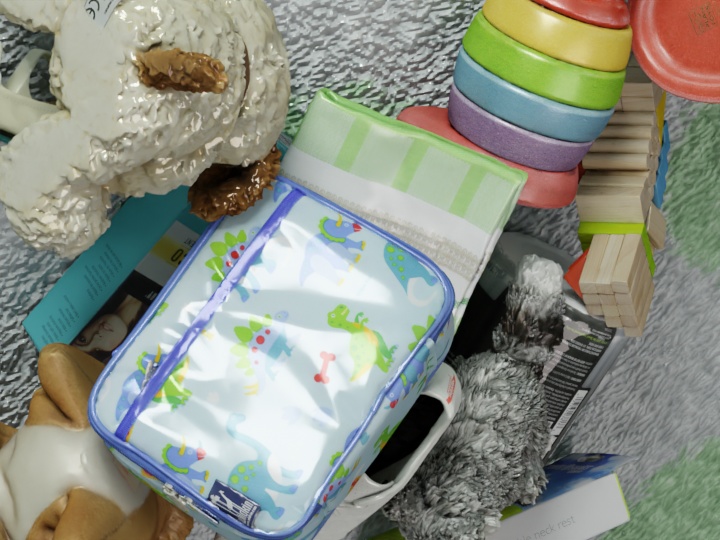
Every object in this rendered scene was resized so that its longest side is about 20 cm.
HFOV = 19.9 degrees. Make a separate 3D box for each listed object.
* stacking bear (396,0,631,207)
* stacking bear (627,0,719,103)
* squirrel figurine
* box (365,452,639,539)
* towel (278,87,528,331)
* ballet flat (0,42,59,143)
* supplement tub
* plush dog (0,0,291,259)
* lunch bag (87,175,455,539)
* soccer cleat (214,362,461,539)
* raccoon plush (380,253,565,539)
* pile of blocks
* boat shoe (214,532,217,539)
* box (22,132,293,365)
[{"bbox_3d":[0.121,-0.152,1.306,0.121,0.114,0.200,4,117,-36],"label":"stacking bear"},{"bbox_3d":[0.274,-0.177,1.379,0.114,0.122,0.200,-23,176,38],"label":"stacking bear"},{"bbox_3d":[-0.215,0.149,1.287,0.187,0.142,0.200,-20,160,20],"label":"squirrel figurine"},{"bbox_3d":[0.111,0.196,1.575,0.200,0.122,0.048,-20,94,-20],"label":"box"},{"bbox_3d":[0.000,0.000,1.288,0.149,0.031,0.200,20,114,-10],"label":"towel"},{"bbox_3d":[-0.207,-0.102,1.172,0.200,0.069,0.069,20,111,-44],"label":"ballet flat"},{"bbox_3d":[0.097,0.083,1.472,0.123,0.123,0.200,15,115,-41],"label":"supplement tub"},{"bbox_3d":[-0.101,-0.113,1.138,0.172,0.160,0.200,-12,99,-58],"label":"plush dog"},{"bbox_3d":[-0.053,0.054,1.201,0.200,0.161,0.082,-53,166,-14],"label":"lunch bag"},{"bbox_3d":[-0.016,0.130,1.270,0.200,0.085,0.069,-42,99,5],"label":"soccer cleat"},{"bbox_3d":[0.069,0.092,1.345,0.134,0.097,0.200,-31,126,-69],"label":"raccoon plush"},{"bbox_3d":[0.174,-0.054,1.421,0.082,0.062,0.200,42,54,-61],"label":"pile of blocks"},{"bbox_3d":[-0.027,0.121,1.369,0.200,0.072,0.068,-50,177,-15],"label":"boat shoe"},{"bbox_3d":[-0.117,-0.011,1.306,0.200,0.049,0.082,-49,135,8],"label":"box"}]
